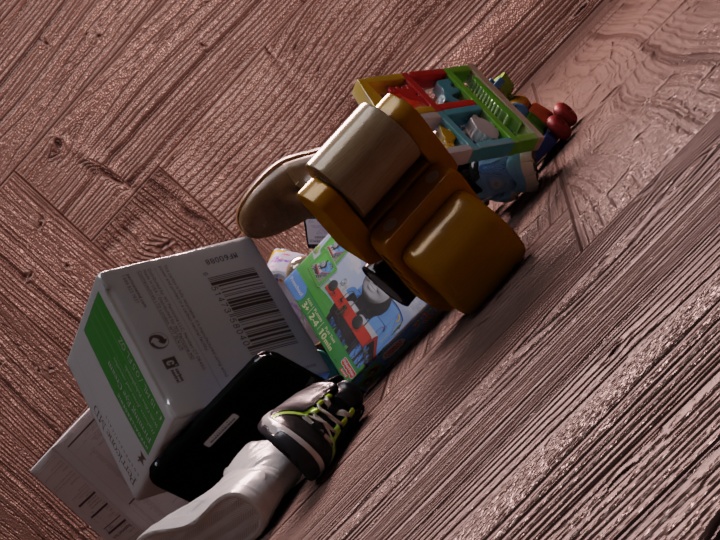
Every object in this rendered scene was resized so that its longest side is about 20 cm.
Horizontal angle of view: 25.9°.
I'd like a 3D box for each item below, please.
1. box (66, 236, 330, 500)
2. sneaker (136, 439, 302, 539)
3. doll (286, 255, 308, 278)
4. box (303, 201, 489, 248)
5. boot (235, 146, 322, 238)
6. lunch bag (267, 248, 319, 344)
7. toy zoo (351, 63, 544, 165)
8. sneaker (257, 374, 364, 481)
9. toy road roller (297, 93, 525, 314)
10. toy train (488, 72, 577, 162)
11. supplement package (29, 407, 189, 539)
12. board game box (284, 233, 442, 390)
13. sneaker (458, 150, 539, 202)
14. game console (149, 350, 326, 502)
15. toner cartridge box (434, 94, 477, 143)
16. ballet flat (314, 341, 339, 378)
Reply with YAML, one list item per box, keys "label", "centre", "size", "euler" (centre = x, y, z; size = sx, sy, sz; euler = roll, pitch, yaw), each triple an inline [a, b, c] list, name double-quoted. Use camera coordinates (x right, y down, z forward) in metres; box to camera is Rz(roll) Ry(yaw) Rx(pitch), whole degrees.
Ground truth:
- label: "box"
  centre: [-0.180, 0.104, 1.704]
  size: [0.200, 0.199, 0.171]
  euler: [-15, -30, -32]
- label: "sneaker"
  centre: [-0.131, 0.231, 1.494]
  size: [0.200, 0.074, 0.116]
  euler: [-33, 10, 37]
- label: "doll"
  centre: [0.000, 0.000, 1.697]
  size: [0.200, 0.048, 0.136]
  euler: [-6, 27, 41]
- label: "box"
  centre: [0.046, -0.074, 1.876]
  size: [0.159, 0.046, 0.200]
  euler: [0, 17, 26]
- label: "boot"
  centre: [-0.049, -0.089, 1.707]
  size: [0.200, 0.074, 0.075]
  euler: [-30, 26, 9]
- label: "lunch bag"
  centre: [-0.074, 0.089, 1.917]
  size: [0.170, 0.127, 0.200]
  euler: [-78, -2, -79]
- label: "toy zoo"
  centre: [0.081, -0.159, 1.630]
  size: [0.200, 0.131, 0.020]
  euler: [-13, -39, -39]
- label: "sneaker"
  centre: [-0.039, 0.130, 1.434]
  size: [0.083, 0.072, 0.200]
  euler: [-46, 3, 5]
- label: "toy road roller"
  centre: [0.057, -0.046, 1.391]
  size: [0.123, 0.200, 0.146]
  euler: [-49, 39, -8]
- label: "toy train"
  centre: [0.199, -0.197, 1.924]
  size: [0.085, 0.116, 0.200]
  euler: [-45, 4, 23]
- label: "supplement package"
  centre: [-0.276, 0.257, 1.881]
  size: [0.114, 0.200, 0.110]
  euler: [-48, 4, -33]
- label: "board game box"
  centre: [0.027, -0.001, 1.590]
  size: [0.200, 0.151, 0.037]
  euler: [-46, -35, 18]
- label: "sneaker"
  centre: [0.137, -0.115, 1.764]
  size: [0.090, 0.078, 0.200]
  euler: [-8, -3, -7]
- label: "game console"
  centre: [-0.100, 0.154, 1.632]
  size: [0.200, 0.176, 0.116]
  euler: [-47, 31, 21]
- label: "toner cartridge box"
  centre: [0.058, -0.111, 1.738]
  size: [0.200, 0.043, 0.095]
  euler: [-45, 13, -14]
- label: "ballet flat"
  centre: [-0.013, 0.096, 1.740]
  size: [0.200, 0.071, 0.065]
  euler: [-41, -18, 34]
